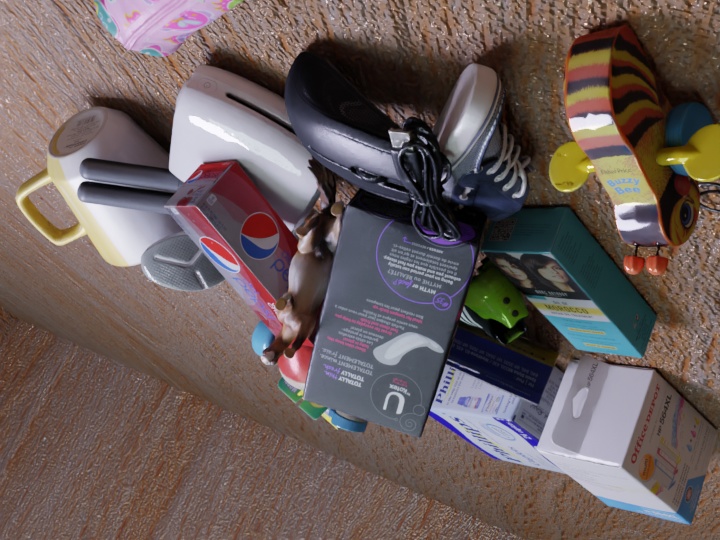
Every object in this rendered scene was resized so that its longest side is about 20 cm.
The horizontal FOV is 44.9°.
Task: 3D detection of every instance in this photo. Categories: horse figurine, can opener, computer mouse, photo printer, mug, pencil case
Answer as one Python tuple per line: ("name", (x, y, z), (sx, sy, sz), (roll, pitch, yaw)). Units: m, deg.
("horse figurine", (-0.048, -0.001, 0.796), (0.049, 0.202, 0.133), (16, 179, 1))
("can opener", (-0.213, -0.090, 0.978), (0.198, 0.053, 0.067), (5, -161, -20))
("computer mouse", (-0.006, -0.102, 0.691), (0.200, 0.053, 0.139), (45, 169, 33))
("photo printer", (-0.109, -0.118, 0.873), (0.165, 0.070, 0.200), (28, 161, -7))
("mug", (-0.304, -0.098, 1.035), (0.149, 0.186, 0.154), (37, 166, 45))
("pencil case", (-0.124, -0.214, 0.618), (0.087, 0.088, 0.199), (36, 160, -27))

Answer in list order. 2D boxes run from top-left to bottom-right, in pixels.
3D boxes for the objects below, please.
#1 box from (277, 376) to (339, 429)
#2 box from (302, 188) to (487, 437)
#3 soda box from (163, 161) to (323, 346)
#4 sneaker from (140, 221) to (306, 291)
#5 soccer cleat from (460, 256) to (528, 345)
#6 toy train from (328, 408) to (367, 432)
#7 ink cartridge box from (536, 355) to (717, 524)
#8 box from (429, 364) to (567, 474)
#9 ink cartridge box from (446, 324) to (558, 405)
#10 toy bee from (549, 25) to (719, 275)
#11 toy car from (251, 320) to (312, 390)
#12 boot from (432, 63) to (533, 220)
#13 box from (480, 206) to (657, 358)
("box", (-0.006, 0.144, 1.206), (0.117, 0.199, 0.049), (31, 139, 50))
("box", (0.033, 0.030, 0.804), (0.121, 0.202, 0.106), (17, -155, 7))
("soda box", (-0.101, -0.014, 0.871), (0.070, 0.064, 0.200), (5, 140, 49))
("sneaker", (-0.163, -0.028, 1.042), (0.080, 0.198, 0.071), (-141, 40, -64))
("soccer cleat", (0.138, 0.044, 0.934), (0.081, 0.067, 0.200), (54, 177, 11))
("toy train", (0.031, 0.130, 1.068), (0.084, 0.117, 0.200), (21, -174, 24))
("ink cartridge box", (0.324, 0.205, 1.072), (0.200, 0.129, 0.125), (38, 158, -33))
("box", (0.217, 0.197, 1.231), (0.183, 0.106, 0.199), (37, 159, -28))
("ink cartridge box", (0.133, 0.086, 1.031), (0.196, 0.047, 0.200), (23, -176, 13))
("toy bee", (0.197, -0.058, 0.575), (0.199, 0.109, 0.131), (31, 159, -14))
("toy car", (-0.041, 0.039, 1.137), (0.183, 0.176, 0.202), (25, 136, 37))
("boot", (0.102, -0.094, 0.683), (0.089, 0.073, 0.200), (19, 170, -3))
("box", (0.206, 0.014, 0.844), (0.082, 0.050, 0.200), (4, 152, 47))
